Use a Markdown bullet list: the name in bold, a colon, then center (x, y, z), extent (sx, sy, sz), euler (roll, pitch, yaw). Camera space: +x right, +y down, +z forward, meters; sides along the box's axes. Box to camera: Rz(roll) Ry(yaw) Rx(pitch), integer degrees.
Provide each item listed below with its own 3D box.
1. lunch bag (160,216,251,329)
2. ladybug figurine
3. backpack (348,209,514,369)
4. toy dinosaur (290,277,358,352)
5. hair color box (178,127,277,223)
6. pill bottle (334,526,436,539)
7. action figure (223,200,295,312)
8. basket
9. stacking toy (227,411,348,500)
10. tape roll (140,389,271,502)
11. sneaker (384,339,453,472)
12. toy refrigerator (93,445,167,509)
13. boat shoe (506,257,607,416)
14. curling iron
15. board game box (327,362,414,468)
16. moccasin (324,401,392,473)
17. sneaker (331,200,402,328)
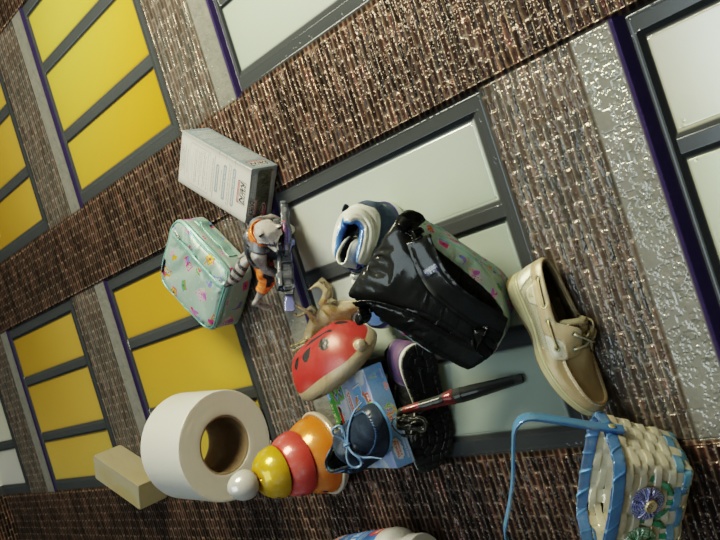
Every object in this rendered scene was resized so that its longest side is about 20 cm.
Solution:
- **lunch bag**: center (-0.293, -0.001, 1.476), extent (0.200, 0.077, 0.161), euler (41, 127, 29)
- **ladybug figurine**: center (-0.047, 0.131, 1.208), extent (0.072, 0.136, 0.200), euler (44, 143, -5)
- **backpack**: center (0.105, 0.027, 1.023), extent (0.200, 0.127, 0.167), euler (35, 123, 4)
- **toy dinosaur**: center (-0.046, 0.062, 1.282), extent (0.200, 0.058, 0.101), euler (-32, 96, 32)
- **hair color box**: center (-0.236, -0.170, 1.384), extent (0.200, 0.061, 0.099), euler (31, 122, 35)
- **pill bottle**: center (0.038, 0.471, 1.265), extent (0.200, 0.112, 0.113), euler (-28, 82, 44)
- **action figure**: center (-0.162, -0.007, 1.299), extent (0.194, 0.104, 0.201), euler (114, 153, -53)
- **basket**: center (0.271, 0.250, 0.917), extent (0.199, 0.139, 0.177), euler (3, 110, 8)
- **stacking toy**: center (-0.132, 0.332, 1.319), extent (0.146, 0.199, 0.147), euler (29, 126, 50)
- **tape roll**: center (-0.290, 0.327, 1.481), extent (0.139, 0.202, 0.203), euler (-12, 93, 45)
- **sneaker**: center (0.083, 0.199, 1.187), extent (0.087, 0.075, 0.201), euler (10, 109, 63)
- **toy refrigerator**: center (-0.544, 0.488, 1.865), extent (0.200, 0.076, 0.070), euler (15, 112, 40)
- **boat shoe**: center (0.253, 0.080, 0.972), extent (0.065, 0.072, 0.201), euler (-40, 68, 44)
- **curling iron**: center (0.134, 0.185, 1.099), extent (0.200, 0.026, 0.050), euler (-27, 87, 17)
- **board game box**: center (0.008, 0.229, 1.227), extent (0.200, 0.036, 0.152), euler (-34, 74, 65)
- **moccasin**: center (-0.006, 0.258, 1.144), extent (0.081, 0.068, 0.200), euler (60, 153, 28)
- **sneaker**: center (0.000, 0.000, 1.130), extent (0.080, 0.146, 0.201), euler (13, 106, 29)
